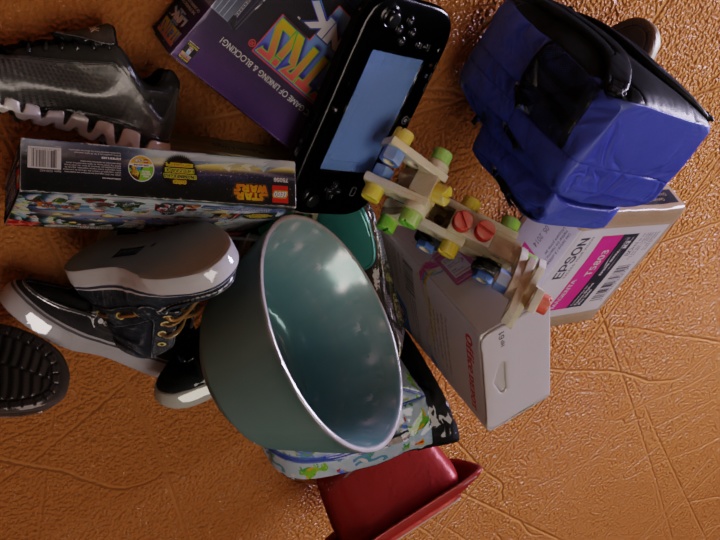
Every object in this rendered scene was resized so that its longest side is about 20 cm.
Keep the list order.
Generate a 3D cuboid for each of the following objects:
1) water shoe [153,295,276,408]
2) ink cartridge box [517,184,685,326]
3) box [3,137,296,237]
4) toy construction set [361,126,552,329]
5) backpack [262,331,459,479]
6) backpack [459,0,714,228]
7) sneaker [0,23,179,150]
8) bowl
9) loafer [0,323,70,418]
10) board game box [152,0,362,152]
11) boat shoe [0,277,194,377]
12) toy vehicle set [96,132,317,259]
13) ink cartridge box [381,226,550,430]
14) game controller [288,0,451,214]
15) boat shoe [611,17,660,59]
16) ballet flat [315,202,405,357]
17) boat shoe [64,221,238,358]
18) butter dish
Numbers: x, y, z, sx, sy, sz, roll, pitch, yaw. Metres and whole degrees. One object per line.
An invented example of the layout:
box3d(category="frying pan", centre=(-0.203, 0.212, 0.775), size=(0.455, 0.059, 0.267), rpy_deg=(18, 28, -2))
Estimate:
box3d(category="water shoe", centre=(-0.120, 0.041, 0.862), size=(0.199, 0.071, 0.080), rpy_deg=(-40, 127, -22))
box3d(category="ink cartridge box", centre=(0.242, -0.023, 1.051), size=(0.163, 0.076, 0.201), rpy_deg=(-8, 143, -35))
box3d(category="box", centre=(-0.164, -0.058, 0.712), size=(0.197, 0.137, 0.041), rpy_deg=(2, 83, -25))
box3d(category="toy construction set", centre=(0.092, -0.037, 0.822), size=(0.092, 0.200, 0.131), rpy_deg=(-47, 174, -11))
box3d(category="backpack", centre=(-0.018, 0.143, 1.003), size=(0.198, 0.164, 0.155), rpy_deg=(-26, 127, -3))
box3d(category="backpack", centre=(0.180, -0.150, 0.856), size=(0.161, 0.201, 0.168), rpy_deg=(9, 129, -44))
box3d(category="sneaker", centre=(-0.221, -0.148, 0.689), size=(0.198, 0.066, 0.092), rpy_deg=(18, 97, -32))
box3d(category="bowl", centre=(-0.059, 0.066, 0.774), size=(0.104, 0.203, 0.200), rpy_deg=(-24, 143, 26))
box3d(category="loafer", centre=(-0.338, 0.086, 0.771), size=(0.197, 0.074, 0.071), rpy_deg=(5, 157, -3))
box3d(category="board game box", centre=(-0.044, -0.196, 0.771), size=(0.166, 0.057, 0.199), rpy_deg=(-48, 136, 8))
box3d(category="boat shoe", centre=(-0.225, 0.039, 0.833), size=(0.067, 0.070, 0.199), rpy_deg=(-53, 136, 4))
box3d(category="toy vehicle set", centre=(-0.130, -0.056, 0.846), size=(0.198, 0.027, 0.126), rpy_deg=(3, 122, -35))
box3d(category="ink cartridge box", centre=(0.107, 0.040, 0.956), size=(0.084, 0.200, 0.146), rpy_deg=(-24, 135, -14))
box3d(category="game controller", centre=(0.005, -0.135, 0.783), size=(0.103, 0.042, 0.202), rpy_deg=(5, 123, -38))
box3d(category="boat shoe", centre=(0.246, -0.174, 0.981), size=(0.076, 0.072, 0.200), rpy_deg=(8, 130, -47))
box3d(category="ballet flat", centre=(0.000, 0.000, 0.944), size=(0.071, 0.072, 0.203), rpy_deg=(-20, 106, -19))
box3d(category="boat shoe", centre=(-0.149, 0.020, 0.732), size=(0.071, 0.198, 0.092), rpy_deg=(-46, 121, -34))
box3d(category="butter dish", centre=(0.018, 0.234, 1.105), size=(0.198, 0.149, 0.200), rpy_deg=(-31, 177, -9))
